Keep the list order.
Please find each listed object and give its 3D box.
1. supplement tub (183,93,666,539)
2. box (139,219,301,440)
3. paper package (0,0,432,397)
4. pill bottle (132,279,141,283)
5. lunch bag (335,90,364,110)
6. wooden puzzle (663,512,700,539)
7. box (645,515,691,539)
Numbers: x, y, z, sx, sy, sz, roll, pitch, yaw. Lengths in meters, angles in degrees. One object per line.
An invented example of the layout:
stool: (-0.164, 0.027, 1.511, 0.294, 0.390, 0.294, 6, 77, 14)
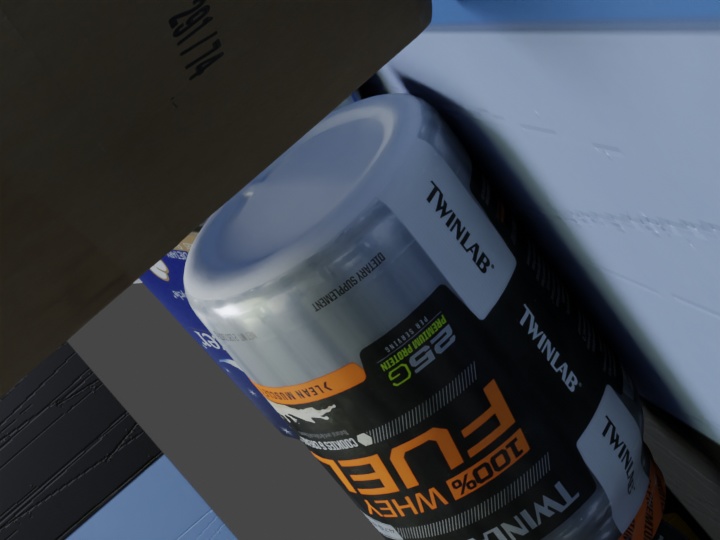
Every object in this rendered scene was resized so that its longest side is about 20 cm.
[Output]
supplement tub: (0.032, 0.040, 0.684, 0.200, 0.122, 0.123, 51, 177, -23)
box: (-0.036, 0.039, 0.849, 0.200, 0.032, 0.121, 49, 157, -28)
paper package: (-0.086, -0.072, 0.413, 0.104, 0.190, 0.200, 49, 178, 13)
pill bottle: (-0.127, -0.086, 0.982, 0.120, 0.119, 0.201, 51, -163, -30)
lunch bag: (-0.062, -0.103, 0.823, 0.161, 0.075, 0.200, 52, 176, 4)
wooden puzzle: (0.201, 0.194, 0.961, 0.200, 0.037, 0.185, 45, 176, 9)
box: (0.174, 0.200, 0.755, 0.141, 0.079, 0.200, 38, 172, 25)
